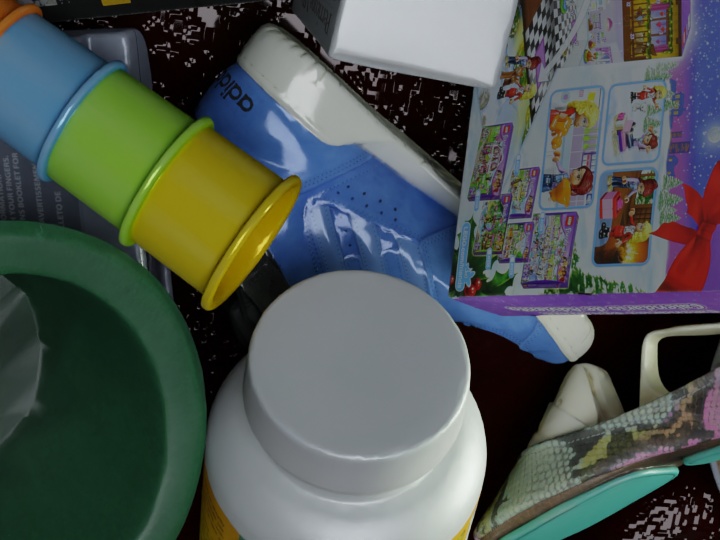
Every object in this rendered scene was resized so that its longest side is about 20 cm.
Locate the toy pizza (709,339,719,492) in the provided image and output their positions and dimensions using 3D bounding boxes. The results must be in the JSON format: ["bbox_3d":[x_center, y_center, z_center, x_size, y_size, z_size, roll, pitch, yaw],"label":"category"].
[{"bbox_3d":[0.256,0.059,0.927,0.199,0.032,0.202,-4,110,-11],"label":"toy pizza"}]

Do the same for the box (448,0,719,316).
[{"bbox_3d":[0.108,-0.083,0.779,0.039,0.136,0.202,17,77,-45],"label":"box"}]

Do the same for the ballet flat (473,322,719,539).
[{"bbox_3d":[0.132,0.066,0.897,0.199,0.069,0.072,-26,73,26],"label":"ballet flat"}]

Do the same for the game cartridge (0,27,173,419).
[{"bbox_3d":[-0.143,0.003,0.817,0.132,0.040,0.202,-1,104,11],"label":"game cartridge"}]

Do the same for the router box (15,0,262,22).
[{"bbox_3d":[-0.098,-0.195,0.735,0.156,0.052,0.201,0,115,32],"label":"router box"}]

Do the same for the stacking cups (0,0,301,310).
[{"bbox_3d":[-0.115,-0.070,0.745,0.200,0.060,0.061,38,98,6],"label":"stacking cups"}]

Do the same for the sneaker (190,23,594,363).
[{"bbox_3d":[0.000,0.000,0.852,0.200,0.077,0.111,39,96,-21],"label":"sneaker"}]

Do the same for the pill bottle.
[{"bbox_3d":[-0.009,0.091,0.814,0.112,0.113,0.201,-5,146,-10],"label":"pill bottle"}]

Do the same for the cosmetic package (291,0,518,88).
[{"bbox_3d":[0.033,-0.183,0.787,0.071,0.101,0.201,9,105,-14],"label":"cosmetic package"}]

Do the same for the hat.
[{"bbox_3d":[-0.169,0.030,0.798,0.165,0.176,0.202,-8,111,-25],"label":"hat"}]
